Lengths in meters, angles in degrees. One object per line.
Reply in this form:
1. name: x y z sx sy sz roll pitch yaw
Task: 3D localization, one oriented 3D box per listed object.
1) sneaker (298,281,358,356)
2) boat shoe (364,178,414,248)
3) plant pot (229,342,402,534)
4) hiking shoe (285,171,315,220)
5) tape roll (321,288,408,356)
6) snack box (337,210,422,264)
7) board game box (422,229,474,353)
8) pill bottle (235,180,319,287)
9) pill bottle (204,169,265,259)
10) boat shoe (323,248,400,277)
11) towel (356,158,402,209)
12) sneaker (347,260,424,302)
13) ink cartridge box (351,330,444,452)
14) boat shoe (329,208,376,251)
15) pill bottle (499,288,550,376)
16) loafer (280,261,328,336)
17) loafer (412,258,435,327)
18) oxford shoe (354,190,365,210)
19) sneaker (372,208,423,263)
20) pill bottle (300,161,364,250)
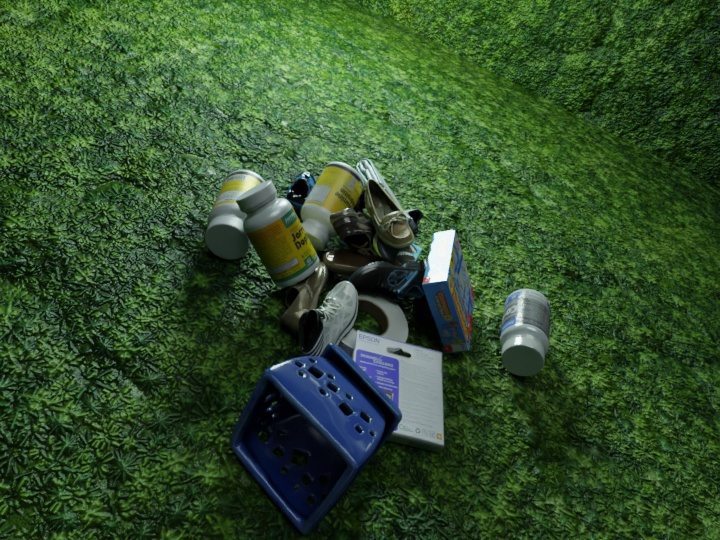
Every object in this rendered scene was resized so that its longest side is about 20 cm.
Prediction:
1. sneaker: -0.059 0.088 1.051 0.074 0.116 0.203 16 60 15
2. boat shoe: 0.061 -0.131 1.239 0.072 0.064 0.202 -20 49 -7
3. plant pot: -0.063 0.251 0.868 0.200 0.202 0.179 42 35 18
4. hiking shoe: -0.145 -0.204 1.388 0.073 0.087 0.202 19 40 -8
5. tape roll: 0.007 0.113 1.173 0.199 0.037 0.205 15 42 -14
6. snack box: 0.052 -0.066 1.388 0.198 0.037 0.116 31 39 5
7. board game box: 0.206 0.046 1.237 0.055 0.202 0.197 -9 34 22
8. pill bottle: -0.175 -0.077 1.124 0.202 0.111 0.113 63 35 -20
9. pill bottle: -0.276 -0.126 1.212 0.112 0.115 0.202 17 41 -11
10. boat shoe: 0.000 0.000 1.263 0.197 0.065 0.072 7 35 -27
11. towel: 0.061 -0.196 1.442 0.172 0.048 0.201 52 11 -32
12. sneaker: 0.064 0.028 1.210 0.197 0.073 0.083 -7 63 -27
13. ink cartridge box: 0.069 0.232 1.056 0.195 0.044 0.202 16 50 -12
14. boat shoe: -0.011 -0.080 1.251 0.199 0.073 0.075 20 52 -63
15. pill bottle: 0.391 0.146 1.287 0.112 0.115 0.201 27 39 1
16. loafer: -0.118 0.048 1.142 0.067 0.076 0.202 24 39 -12
17. loafer: 0.172 0.055 1.296 0.070 0.073 0.202 24 43 -18
18. oxford shoe: -0.042 -0.185 1.422 0.198 0.073 0.071 -15 24 -38
19. sneaker: 0.091 -0.089 1.279 0.074 0.080 0.201 50 41 -21
20. pill bottle: -0.077 -0.153 1.309 0.111 0.112 0.202 27 69 1
